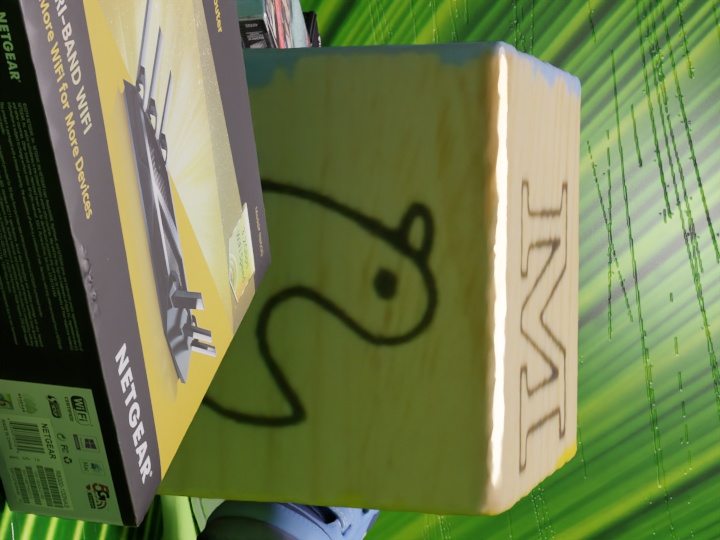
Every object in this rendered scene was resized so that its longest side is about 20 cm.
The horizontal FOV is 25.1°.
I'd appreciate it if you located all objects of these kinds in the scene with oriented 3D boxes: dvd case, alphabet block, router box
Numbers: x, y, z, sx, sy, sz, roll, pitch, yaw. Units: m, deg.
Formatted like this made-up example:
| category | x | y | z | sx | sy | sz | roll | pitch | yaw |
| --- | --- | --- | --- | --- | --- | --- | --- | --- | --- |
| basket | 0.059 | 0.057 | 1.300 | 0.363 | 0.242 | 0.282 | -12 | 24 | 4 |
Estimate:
| category | x | y | z | sx | sy | sz | roll | pitch | yaw |
| --- | --- | --- | --- | --- | --- | --- | --- | --- | --- |
| dvd case | -0.050 | -0.142 | 0.996 | 0.200 | 0.022 | 0.147 | 72 | 10 | -56 |
| alphabet block | 0.000 | 0.000 | 0.788 | 0.196 | 0.194 | 0.202 | -5 | 95 | -70 |
| router box | -0.087 | -0.040 | 0.553 | 0.158 | 0.052 | 0.201 | -67 | 157 | -50 |

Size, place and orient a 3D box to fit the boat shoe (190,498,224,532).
| category | x | y | z | sx | sy | sz | roll | pitch | yaw |
| --- | --- | --- | --- | --- | --- | --- | --- | --- | --- |
| boat shoe | -0.071 | 0.144 | 1.032 | 0.060 | 0.075 | 0.201 | -92 | -172 | -56 |

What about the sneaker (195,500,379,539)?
| category | x | y | z | sx | sy | sz | roll | pitch | yaw |
| --- | --- | --- | --- | --- | --- | --- | --- | --- | --- |
| sneaker | -0.032 | 0.129 | 0.847 | 0.083 | 0.074 | 0.200 | -57 | 174 | -8 |

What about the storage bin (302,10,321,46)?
| category | x | y | z | sx | sy | sz | roll | pitch | yaw |
| --- | --- | --- | --- | --- | --- | --- | --- | --- | --- |
| storage bin | -0.074 | -0.123 | 1.280 | 0.200 | 0.093 | 0.136 | -93 | 178 | -73 |
